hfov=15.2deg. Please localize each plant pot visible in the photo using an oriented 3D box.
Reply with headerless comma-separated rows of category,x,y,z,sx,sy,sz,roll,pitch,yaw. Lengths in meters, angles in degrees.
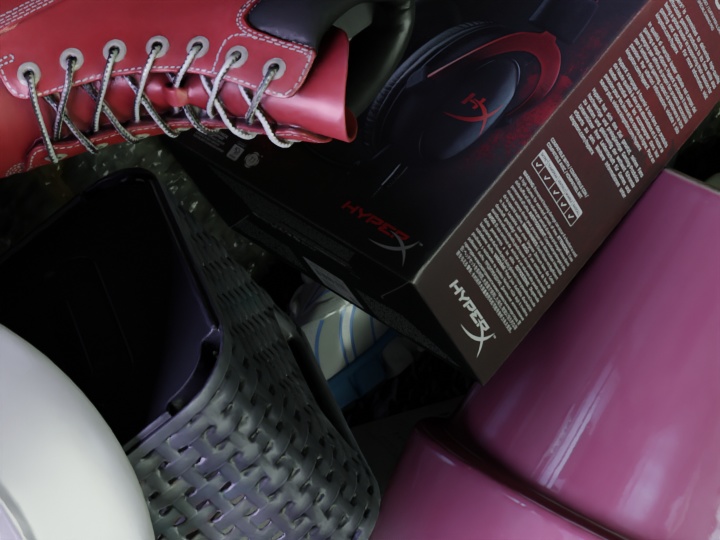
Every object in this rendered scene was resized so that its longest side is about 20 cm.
plant pot,0.127,0.063,1.023,0.200,0.200,0.180,19,97,-50

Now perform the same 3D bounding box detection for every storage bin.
storage bin,-0.109,0.079,0.896,0.200,0.135,0.094,-37,127,6

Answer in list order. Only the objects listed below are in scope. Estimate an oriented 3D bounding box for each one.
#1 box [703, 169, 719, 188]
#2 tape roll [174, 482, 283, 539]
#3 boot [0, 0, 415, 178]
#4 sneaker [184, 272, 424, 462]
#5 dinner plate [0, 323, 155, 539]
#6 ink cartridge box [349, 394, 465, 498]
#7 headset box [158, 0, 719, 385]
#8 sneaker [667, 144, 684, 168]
box,0.168,0.006,1.202,0.200,0.068,0.082,-30,144,-55
tape roll,-0.092,0.159,0.995,0.203,0.037,0.203,-50,-177,4
boot,-0.083,-0.057,0.883,0.200,0.144,0.073,-36,137,-24
sneaker,0.000,0.000,1.080,0.200,0.075,0.087,-37,95,-6
dinner plate,-0.160,0.100,0.804,0.199,0.024,0.201,-1,107,-2
ink cartridge box,0.032,0.127,1.175,0.199,0.050,0.161,-11,134,-41
headset box,0.045,-0.080,1.002,0.200,0.148,0.075,-49,140,-11
sneaker,0.100,-0.048,1.159,0.201,0.076,0.088,-57,156,2
